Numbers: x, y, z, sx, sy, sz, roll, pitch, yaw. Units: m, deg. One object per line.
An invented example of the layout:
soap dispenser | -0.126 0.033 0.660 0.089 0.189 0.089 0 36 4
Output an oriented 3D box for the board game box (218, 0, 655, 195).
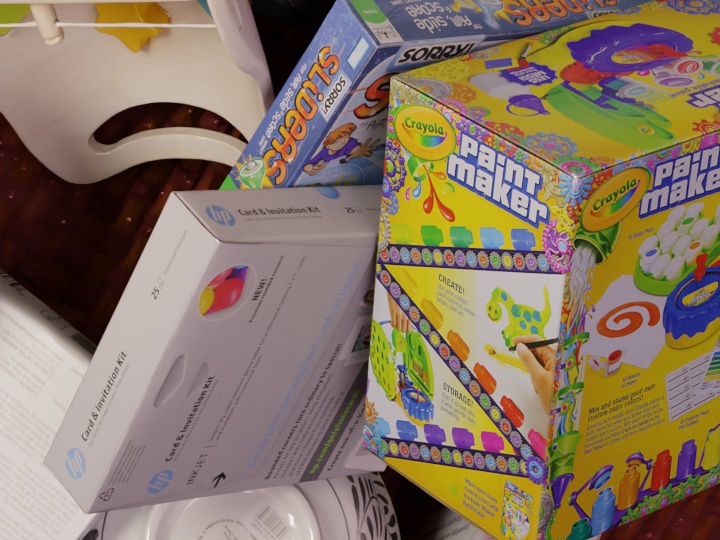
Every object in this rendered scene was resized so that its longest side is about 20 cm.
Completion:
board game box | 0.041 -0.077 1.294 0.199 0.035 0.136 -10 145 -42

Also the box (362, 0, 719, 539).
box | 0.119 -0.003 1.259 0.199 0.122 0.193 -18 125 -37

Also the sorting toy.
sorting toy | -0.113 -0.104 1.282 0.180 0.199 0.107 68 34 -42

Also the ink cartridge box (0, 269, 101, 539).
ink cartridge box | -0.212 0.097 1.327 0.162 0.057 0.200 38 99 2

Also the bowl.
bowl | -0.068 0.143 1.371 0.200 0.094 0.202 2 81 -10

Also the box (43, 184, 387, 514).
box | -0.034 0.034 1.277 0.200 0.041 0.156 -6 131 -47

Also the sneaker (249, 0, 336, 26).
sneaker | -0.027 -0.165 1.272 0.099 0.070 0.200 -42 119 10

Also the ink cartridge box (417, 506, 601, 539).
ink cartridge box | 0.065 0.153 1.407 0.043 0.196 0.201 29 67 -10
